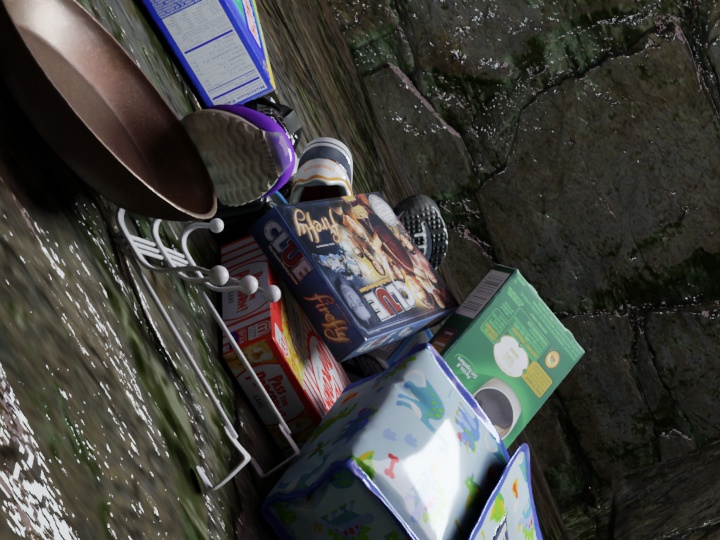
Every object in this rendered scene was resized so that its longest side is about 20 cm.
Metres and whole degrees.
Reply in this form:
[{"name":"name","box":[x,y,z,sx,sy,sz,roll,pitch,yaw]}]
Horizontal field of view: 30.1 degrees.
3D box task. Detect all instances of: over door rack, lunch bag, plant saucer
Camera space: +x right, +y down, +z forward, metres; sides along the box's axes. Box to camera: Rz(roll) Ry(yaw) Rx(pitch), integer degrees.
[{"name":"over door rack","box":[-0.093,0.045,0.934,0.148,0.066,0.201,27,41,-77]},{"name":"lunch bag","box":[0.050,0.186,1.009,0.200,0.127,0.170,53,37,-9]},{"name":"plant saucer","box":[-0.166,-0.103,0.833,0.201,0.037,0.200,51,10,-12]}]

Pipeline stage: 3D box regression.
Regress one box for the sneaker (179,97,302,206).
[{"name":"sneaker","box":[-0.080,-0.095,0.967,0.200,0.099,0.070,3,-64,62]}]

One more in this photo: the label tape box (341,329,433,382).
[{"name":"label tape box","box":[-0.003,0.085,1.341,0.200,0.063,0.144,19,-30,41]}]

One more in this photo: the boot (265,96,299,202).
[{"name":"boot","box":[-0.089,-0.111,1.346,0.096,0.073,0.200,60,10,-15]}]

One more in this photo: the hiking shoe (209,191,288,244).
[{"name":"hiking shoe","box":[-0.066,-0.023,1.223,0.200,0.074,0.087,54,12,-35]}]

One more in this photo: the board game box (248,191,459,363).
[{"name":"board game box","box":[0.000,0.000,1.165,0.136,0.035,0.200,55,25,10]}]

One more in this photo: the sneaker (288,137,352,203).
[{"name":"sneaker","box":[-0.038,-0.028,1.354,0.080,0.078,0.201,-77,163,-58]}]

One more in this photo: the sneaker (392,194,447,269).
[{"name":"sneaker","box":[0.034,-0.011,1.341,0.200,0.073,0.080,105,-24,-49]}]

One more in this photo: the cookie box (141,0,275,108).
[{"name":"cookie box","box":[-0.164,-0.281,1.310,0.200,0.075,0.172,60,10,-47]}]

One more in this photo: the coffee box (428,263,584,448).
[{"name":"coffee box","box":[0.103,0.106,1.223,0.123,0.200,0.044,47,-14,-27]}]

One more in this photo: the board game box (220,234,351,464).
[{"name":"board game box","box":[-0.056,0.088,1.129,0.152,0.046,0.200,-99,165,-54]}]
